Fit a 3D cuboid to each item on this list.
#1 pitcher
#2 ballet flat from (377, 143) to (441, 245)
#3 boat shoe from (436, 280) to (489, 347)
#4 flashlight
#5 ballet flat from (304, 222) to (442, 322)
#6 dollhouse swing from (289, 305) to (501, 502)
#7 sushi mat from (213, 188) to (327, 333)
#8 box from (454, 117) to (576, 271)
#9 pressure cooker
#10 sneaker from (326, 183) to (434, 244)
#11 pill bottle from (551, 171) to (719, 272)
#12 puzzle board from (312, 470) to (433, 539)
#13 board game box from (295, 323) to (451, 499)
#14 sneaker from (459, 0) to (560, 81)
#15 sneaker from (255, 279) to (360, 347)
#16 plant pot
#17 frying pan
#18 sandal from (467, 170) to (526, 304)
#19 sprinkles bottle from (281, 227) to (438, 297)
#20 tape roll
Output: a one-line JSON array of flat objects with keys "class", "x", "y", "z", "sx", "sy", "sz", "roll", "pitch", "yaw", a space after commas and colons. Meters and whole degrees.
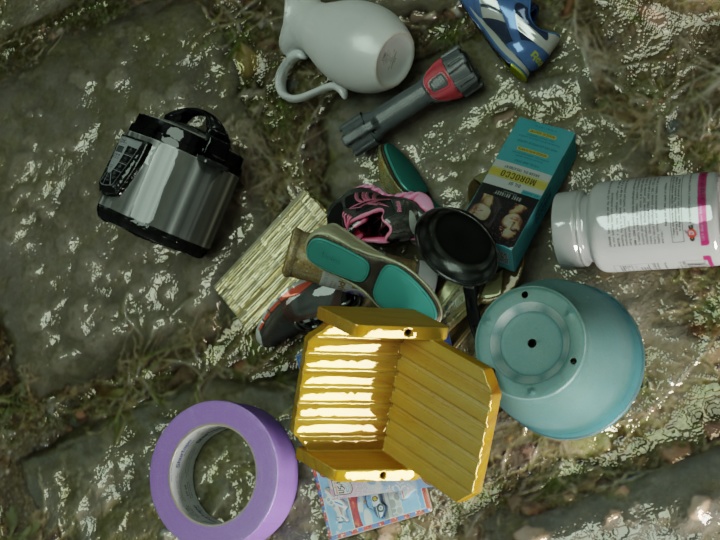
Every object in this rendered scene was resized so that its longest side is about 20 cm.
[{"class": "pitcher", "x": -0.031, "y": -0.298, "z": 1.765, "sx": 0.200, "sy": 0.121, "sz": 0.172, "roll": 28, "pitch": 108, "yaw": 36}, {"class": "ballet flat", "x": 0.071, "y": -0.084, "z": 1.702, "sx": 0.071, "sy": 0.071, "sz": 0.200, "roll": -43, "pitch": 67, "yaw": 10}, {"class": "boat shoe", "x": 0.108, "y": 0.086, "z": 1.646, "sx": 0.063, "sy": 0.073, "sz": 0.200, "roll": 31, "pitch": 91, "yaw": 25}, {"class": "flashlight", "x": 0.068, "y": -0.227, "z": 1.726, "sx": 0.200, "sy": 0.068, "sz": 0.068, "roll": -31, "pitch": 41, "yaw": 16}, {"class": "ballet flat", "x": 0.024, "y": 0.003, "z": 1.594, "sx": 0.200, "sy": 0.069, "sz": 0.070, "roll": 34, "pitch": 94, "yaw": 9}, {"class": "dollhouse swing", "x": 0.037, "y": 0.167, "z": 1.487, "sx": 0.176, "sy": 0.181, "sz": 0.201, "roll": -138, "pitch": 54, "yaw": -61}, {"class": "sushi mat", "x": -0.116, "y": -0.014, "z": 1.794, "sx": 0.200, "sy": 0.012, "sz": 0.096, "roll": -46, "pitch": 66, "yaw": 9}, {"class": "box", "x": 0.198, "y": -0.099, "z": 1.609, "sx": 0.082, "sy": 0.049, "sz": 0.200, "roll": 19, "pitch": 61, "yaw": 23}, {"class": "pressure cooker", "x": -0.263, "y": -0.135, "z": 1.794, "sx": 0.175, "sy": 0.179, "sz": 0.201, "roll": 23, "pitch": 90, "yaw": 10}, {"class": "sneaker", "x": 0.007, "y": -0.066, "z": 1.668, "sx": 0.200, "sy": 0.095, "sz": 0.079, "roll": 2, "pitch": 110, "yaw": 52}, {"class": "pill bottle", "x": 0.342, "y": -0.057, "z": 1.551, "sx": 0.199, "sy": 0.113, "sz": 0.114, "roll": -4, "pitch": 79, "yaw": 22}, {"class": "puzzle board", "x": 0.001, "y": 0.243, "z": 1.692, "sx": 0.150, "sy": 0.017, "sz": 0.201, "roll": -20, "pitch": 73, "yaw": 19}, {"class": "board game box", "x": 0.035, "y": 0.183, "z": 1.619, "sx": 0.198, "sy": 0.043, "sz": 0.201, "roll": -11, "pitch": 99, "yaw": 21}, {"class": "sneaker", "x": 0.189, "y": -0.349, "z": 1.698, "sx": 0.082, "sy": 0.074, "sz": 0.200, "roll": -37, "pitch": 75, "yaw": 11}, {"class": "sneaker", "x": -0.056, "y": 0.050, "z": 1.724, "sx": 0.200, "sy": 0.077, "sz": 0.082, "roll": -42, "pitch": 74, "yaw": 12}, {"class": "plant pot", "x": 0.227, "y": 0.100, "z": 1.530, "sx": 0.199, "sy": 0.188, "sz": 0.201, "roll": -4, "pitch": 79, "yaw": 22}, {"class": "frying pan", "x": 0.140, "y": -0.002, "z": 1.555, "sx": 0.115, "sy": 0.031, "sz": 0.190, "roll": -20, "pitch": 111, "yaw": 46}, {"class": "sandal", "x": 0.178, "y": -0.041, "z": 1.645, "sx": 0.080, "sy": 0.054, "sz": 0.201, "roll": -13, "pitch": 54, "yaw": 18}, {"class": "sprinkles bottle", "x": 0.000, "y": 0.000, "z": 1.663, "sx": 0.199, "sy": 0.068, "sz": 0.069, "roll": 15, "pitch": 86, "yaw": -3}, {"class": "tape roll", "x": -0.188, "y": 0.281, "z": 1.740, "sx": 0.199, "sy": 0.066, "sz": 0.201, "roll": -5, "pitch": 78, "yaw": 22}]
